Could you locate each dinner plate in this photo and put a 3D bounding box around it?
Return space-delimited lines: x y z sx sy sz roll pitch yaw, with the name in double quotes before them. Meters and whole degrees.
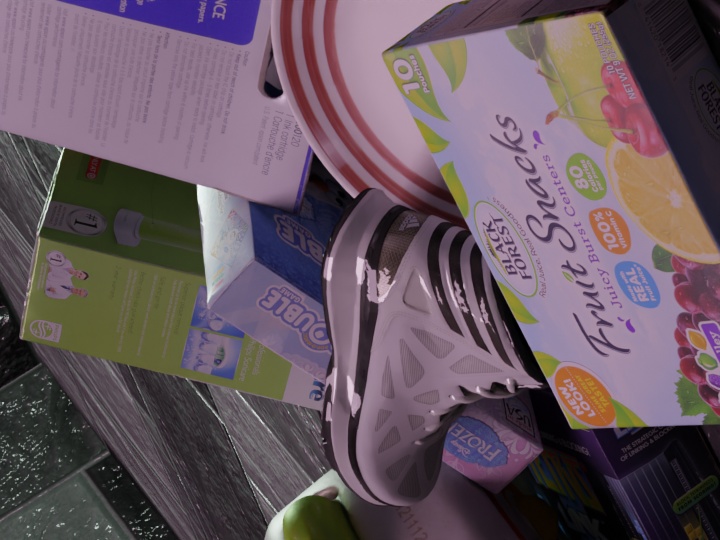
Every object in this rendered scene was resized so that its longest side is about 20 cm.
"dinner plate" 0.050 -0.091 1.260 0.200 0.024 0.201 19 130 24

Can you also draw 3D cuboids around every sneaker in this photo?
"sneaker" 0.046 0.057 1.320 0.115 0.076 0.201 19 142 22

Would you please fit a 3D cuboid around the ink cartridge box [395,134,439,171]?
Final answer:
"ink cartridge box" 0.064 -0.046 1.410 0.160 0.047 0.200 36 177 16

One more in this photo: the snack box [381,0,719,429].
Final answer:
"snack box" 0.111 -0.027 1.197 0.142 0.053 0.200 -5 118 51

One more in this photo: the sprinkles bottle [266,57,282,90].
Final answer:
"sprinkles bottle" -0.026 -0.072 1.703 0.068 0.068 0.200 42 160 52

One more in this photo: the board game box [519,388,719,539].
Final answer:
"board game box" 0.140 0.115 1.536 0.166 0.057 0.200 60 168 -13

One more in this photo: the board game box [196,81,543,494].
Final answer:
"board game box" 0.000 0.000 1.482 0.200 0.043 0.199 34 -155 -27

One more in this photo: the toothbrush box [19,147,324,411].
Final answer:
"toothbrush box" -0.085 -0.013 1.620 0.146 0.199 0.086 -81 5 -50

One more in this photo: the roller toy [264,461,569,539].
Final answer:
"roller toy" 0.051 0.173 1.522 0.183 0.140 0.200 51 -172 2

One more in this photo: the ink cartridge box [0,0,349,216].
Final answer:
"ink cartridge box" -0.104 -0.131 1.336 0.199 0.043 0.199 17 135 1

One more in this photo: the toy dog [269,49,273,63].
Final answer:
"toy dog" -0.121 -0.183 1.398 0.199 0.140 0.194 22 175 -4
